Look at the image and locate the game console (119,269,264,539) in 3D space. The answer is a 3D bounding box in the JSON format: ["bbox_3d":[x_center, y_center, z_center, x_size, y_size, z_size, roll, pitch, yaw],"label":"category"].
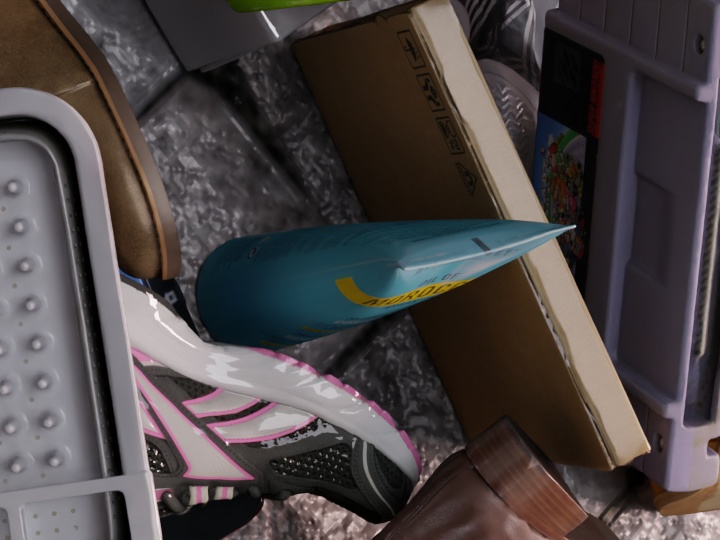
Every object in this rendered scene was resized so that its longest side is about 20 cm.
[{"bbox_3d":[-0.141,0.043,1.131,0.176,0.031,0.201,-27,98,-30],"label":"game console"}]

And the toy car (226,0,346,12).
[{"bbox_3d":[0.036,-0.196,1.132,0.200,0.157,0.165,-15,99,-60],"label":"toy car"}]

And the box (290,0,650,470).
[{"bbox_3d":[0.041,-0.014,1.170,0.021,0.163,0.201,-27,98,-16],"label":"box"}]

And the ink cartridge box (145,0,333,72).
[{"bbox_3d":[-0.053,-0.208,1.182,0.146,0.086,0.201,-37,102,-29],"label":"ink cartridge box"}]

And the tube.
[{"bbox_3d":[0.000,0.000,1.121,0.077,0.200,0.051,-20,93,-29],"label":"tube"}]

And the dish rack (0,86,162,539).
[{"bbox_3d":[-0.166,0.040,1.046,0.170,0.044,0.201,-8,93,3],"label":"dish rack"}]

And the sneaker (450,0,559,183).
[{"bbox_3d":[0.094,-0.122,1.267,0.114,0.075,0.201,2,88,-31],"label":"sneaker"}]

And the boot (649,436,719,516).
[{"bbox_3d":[0.151,0.022,1.240,0.070,0.201,0.145,-12,71,-4],"label":"boot"}]

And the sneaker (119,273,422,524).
[{"bbox_3d":[-0.074,0.066,1.127,0.199,0.080,0.087,26,79,-21],"label":"sneaker"}]

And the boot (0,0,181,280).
[{"bbox_3d":[-0.139,-0.071,1.110,0.075,0.074,0.201,-28,76,-19],"label":"boot"}]

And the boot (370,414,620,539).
[{"bbox_3d":[0.027,0.174,1.169,0.200,0.064,0.187,-38,119,4],"label":"boot"}]

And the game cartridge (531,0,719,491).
[{"bbox_3d":[0.111,-0.026,1.146,0.038,0.130,0.201,-7,111,-28],"label":"game cartridge"}]
